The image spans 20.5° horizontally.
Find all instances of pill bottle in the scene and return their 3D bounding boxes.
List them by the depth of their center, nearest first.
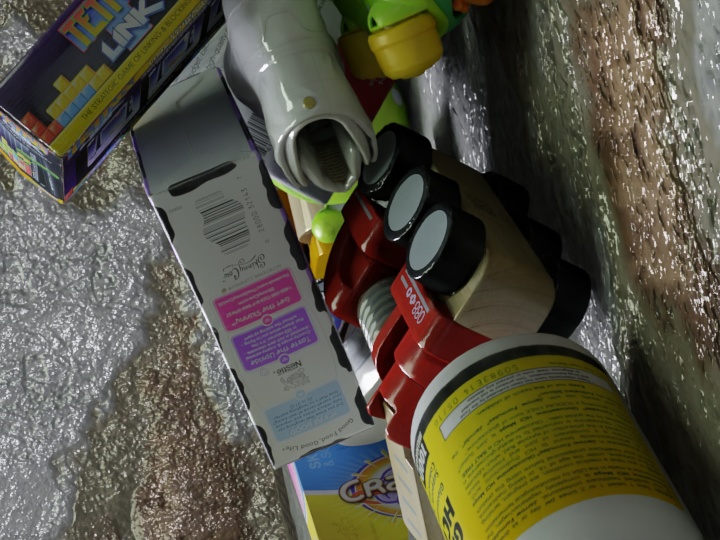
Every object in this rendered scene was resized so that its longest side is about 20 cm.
[{"bbox_3d":[0.101,0.129,0.972,0.200,0.112,0.113,-113,14,-55],"label":"pill bottle"}]

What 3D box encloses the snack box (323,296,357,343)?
[{"bbox_3d":[0.000,0.000,1.400,0.072,0.024,0.200,22,-89,-80],"label":"snack box"}]

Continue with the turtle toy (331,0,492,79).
[{"bbox_3d":[0.019,-0.192,1.154,0.146,0.101,0.200,67,171,-10],"label":"turtle toy"}]

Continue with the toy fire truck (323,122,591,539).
[{"bbox_3d":[0.036,0.046,1.150,0.200,0.129,0.176,-58,25,16],"label":"toy fire truck"}]

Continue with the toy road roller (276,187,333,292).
[{"bbox_3d":[-0.073,-0.046,1.821,0.200,0.146,0.123,109,148,-74],"label":"toy road roller"}]

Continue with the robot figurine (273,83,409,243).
[{"bbox_3d":[-0.028,-0.111,1.540,0.200,0.115,0.176,-155,60,-79],"label":"robot figurine"}]

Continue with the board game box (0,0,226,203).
[{"bbox_3d":[-0.129,-0.140,1.158,0.057,0.200,0.165,40,169,0],"label":"board game box"}]

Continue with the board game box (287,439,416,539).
[{"bbox_3d":[0.040,0.162,1.340,0.200,0.153,0.040,-112,13,-49],"label":"board game box"}]

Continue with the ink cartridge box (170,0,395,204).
[{"bbox_3d":[-0.075,-0.159,1.320,0.144,0.200,0.084,-60,7,21],"label":"ink cartridge box"}]

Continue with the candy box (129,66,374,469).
[{"bbox_3d":[-0.071,-0.004,1.245,0.168,0.071,0.200,-117,4,-65],"label":"candy box"}]

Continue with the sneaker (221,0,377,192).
[{"bbox_3d":[-0.034,-0.090,1.179,0.200,0.074,0.116,66,-176,-75],"label":"sneaker"}]

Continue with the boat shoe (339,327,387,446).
[{"bbox_3d":[0.034,0.036,1.298,0.200,0.072,0.069,-57,41,44],"label":"boat shoe"}]
